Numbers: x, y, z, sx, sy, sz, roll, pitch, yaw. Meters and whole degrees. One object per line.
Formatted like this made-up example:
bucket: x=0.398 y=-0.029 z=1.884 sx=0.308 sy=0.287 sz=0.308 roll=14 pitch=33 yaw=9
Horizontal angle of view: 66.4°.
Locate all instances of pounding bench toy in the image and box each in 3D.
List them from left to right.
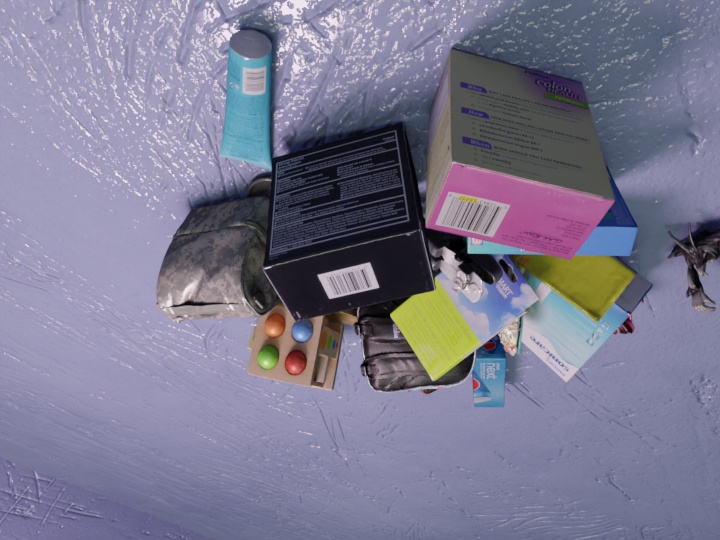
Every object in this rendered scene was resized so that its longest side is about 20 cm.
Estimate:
pounding bench toy: x=-0.151 y=0.138 z=1.022 sx=0.194 sy=0.128 sz=0.156 roll=7 pitch=168 yaw=17

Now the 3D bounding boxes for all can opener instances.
can opener: x=0.117 y=-0.033 z=0.800 sx=0.066 sy=0.200 sz=0.053 roll=-30 pitch=147 yaw=-24

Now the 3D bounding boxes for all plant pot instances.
plant pot: x=-0.085 y=0.064 z=0.992 sx=0.194 sy=0.028 sz=0.200 roll=11 pitch=168 yaw=2

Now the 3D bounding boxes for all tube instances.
tube: x=-0.147 y=-0.209 z=0.719 sx=0.075 sy=0.051 sz=0.202 roll=16 pitch=145 yaw=-4

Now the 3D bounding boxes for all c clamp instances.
c clamp: x=-0.100 y=-0.081 z=0.876 sx=0.166 sy=0.028 sz=0.202 roll=11 pitch=140 yaw=-4

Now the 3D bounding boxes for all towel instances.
towel: x=0.276 y=-0.023 z=0.777 sx=0.199 sy=0.018 sz=0.087 roll=40 pitch=111 yaw=19

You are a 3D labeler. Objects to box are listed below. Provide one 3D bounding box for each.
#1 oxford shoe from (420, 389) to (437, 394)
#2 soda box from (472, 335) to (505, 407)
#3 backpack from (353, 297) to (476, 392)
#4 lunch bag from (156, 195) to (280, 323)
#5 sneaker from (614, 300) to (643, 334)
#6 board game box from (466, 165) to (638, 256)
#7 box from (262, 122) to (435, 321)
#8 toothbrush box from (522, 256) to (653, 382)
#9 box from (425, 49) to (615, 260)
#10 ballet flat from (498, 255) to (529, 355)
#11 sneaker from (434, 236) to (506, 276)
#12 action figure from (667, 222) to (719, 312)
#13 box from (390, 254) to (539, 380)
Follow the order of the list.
oxford shoe: x=0.153 y=0.183 z=1.087 sx=0.074 sy=0.072 sz=0.197 roll=26 pitch=-165 yaw=35
soda box: x=0.263 y=0.207 z=1.133 sx=0.066 sy=0.065 sz=0.203 roll=-2 pitch=139 yaw=12
backpack: x=0.105 y=0.110 z=0.945 sx=0.194 sy=0.150 sz=0.183 roll=-5 pitch=100 yaw=19
lunch bag: x=-0.209 y=-0.003 z=0.855 sx=0.195 sy=0.170 sz=0.141 roll=-4 pitch=135 yaw=27
sneaker: x=0.407 y=0.082 z=0.921 sx=0.078 sy=0.096 sz=0.203 roll=-28 pitch=147 yaw=-21
board game box: x=0.235 y=-0.082 z=0.717 sx=0.193 sy=0.154 sz=0.046 roll=2 pitch=128 yaw=8
box: x=-0.013 y=-0.065 z=0.726 sx=0.194 sy=0.202 sz=0.125 roll=-12 pitch=140 yaw=10
toothbrush box: x=0.330 y=0.056 z=0.868 sx=0.146 sy=0.084 sz=0.203 roll=43 pitch=145 yaw=22
box: x=0.169 y=-0.135 z=0.628 sx=0.171 sy=0.204 sz=0.098 roll=11 pitch=142 yaw=-6
ballet flat: x=0.227 y=0.026 z=0.852 sx=0.062 sy=0.207 sz=0.076 roll=7 pitch=-176 yaw=8
sneaker: x=0.178 y=-0.008 z=0.881 sx=0.194 sy=0.079 sz=0.088 roll=12 pitch=132 yaw=-10
action figure: x=0.544 y=0.000 z=0.811 sx=0.195 sy=0.105 sz=0.119 roll=19 pitch=151 yaw=-15
box: x=0.154 y=0.055 z=0.822 sx=0.199 sy=0.123 sz=0.047 roll=-40 pitch=165 yaw=18
